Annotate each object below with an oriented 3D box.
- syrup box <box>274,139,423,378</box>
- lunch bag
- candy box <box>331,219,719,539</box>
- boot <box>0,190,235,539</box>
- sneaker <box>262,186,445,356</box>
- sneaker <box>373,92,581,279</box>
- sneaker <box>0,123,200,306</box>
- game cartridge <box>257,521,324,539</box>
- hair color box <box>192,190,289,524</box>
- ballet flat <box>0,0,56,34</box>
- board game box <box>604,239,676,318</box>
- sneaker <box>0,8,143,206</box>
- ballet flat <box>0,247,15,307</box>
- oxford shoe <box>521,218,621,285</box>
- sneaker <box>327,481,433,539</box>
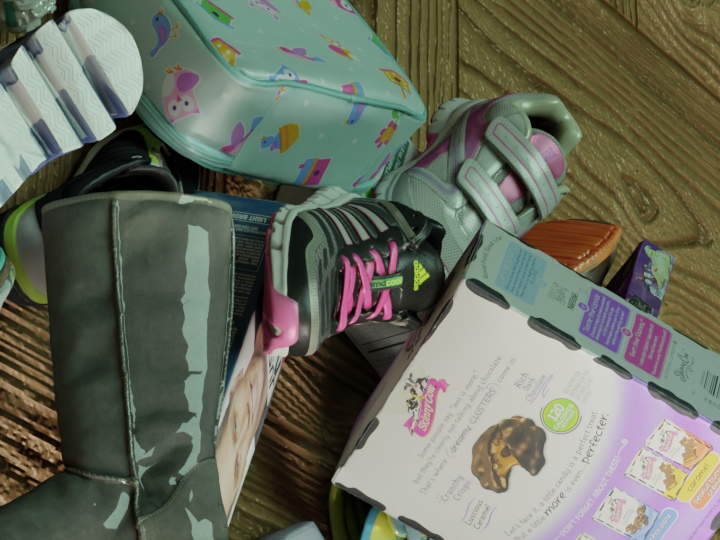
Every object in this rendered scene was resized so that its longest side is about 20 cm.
[{"bbox_3d":[0.034,0.008,1.803,0.200,0.081,0.079,51,39,-28],"label":"syrup box"},{"bbox_3d":[-0.065,-0.122,1.672,0.200,0.077,0.160,8,35,-53],"label":"lunch bag"},{"bbox_3d":[0.110,0.094,1.646,0.199,0.168,0.072,30,34,-4],"label":"candy box"},{"bbox_3d":[-0.144,0.062,1.439,0.181,0.073,0.201,-2,80,-17],"label":"boot"},{"bbox_3d":[0.000,0.000,1.582,0.200,0.087,0.074,-47,143,-72],"label":"sneaker"},{"bbox_3d":[0.074,-0.052,1.736,0.081,0.088,0.200,55,35,-23],"label":"sneaker"},{"bbox_3d":[-0.123,-0.032,1.580,0.072,0.083,0.200,65,32,-12],"label":"sneaker"},{"bbox_3d":[-0.050,0.231,1.607,0.133,0.041,0.200,58,34,-14],"label":"game cartridge"},{"bbox_3d":[-0.086,0.061,1.572,0.100,0.060,0.200,88,14,-45],"label":"hair color box"},{"bbox_3d":[-0.171,-0.203,1.627,0.072,0.072,0.200,53,38,-27],"label":"ballet flat"},{"bbox_3d":[0.126,0.083,1.811,0.032,0.200,0.120,32,42,-3],"label":"board game box"},{"bbox_3d":[-0.211,-0.059,1.466,0.199,0.115,0.081,-33,103,-27],"label":"sneaker"},{"bbox_3d":[-0.232,0.054,1.396,0.200,0.069,0.071,-41,127,-52],"label":"ballet flat"},{"bbox_3d":[0.106,0.027,1.783,0.200,0.071,0.073,-41,130,-51],"label":"oxford shoe"},{"bbox_3d":[0.060,0.178,1.718,0.200,0.080,0.130,41,32,19],"label":"sneaker"}]
